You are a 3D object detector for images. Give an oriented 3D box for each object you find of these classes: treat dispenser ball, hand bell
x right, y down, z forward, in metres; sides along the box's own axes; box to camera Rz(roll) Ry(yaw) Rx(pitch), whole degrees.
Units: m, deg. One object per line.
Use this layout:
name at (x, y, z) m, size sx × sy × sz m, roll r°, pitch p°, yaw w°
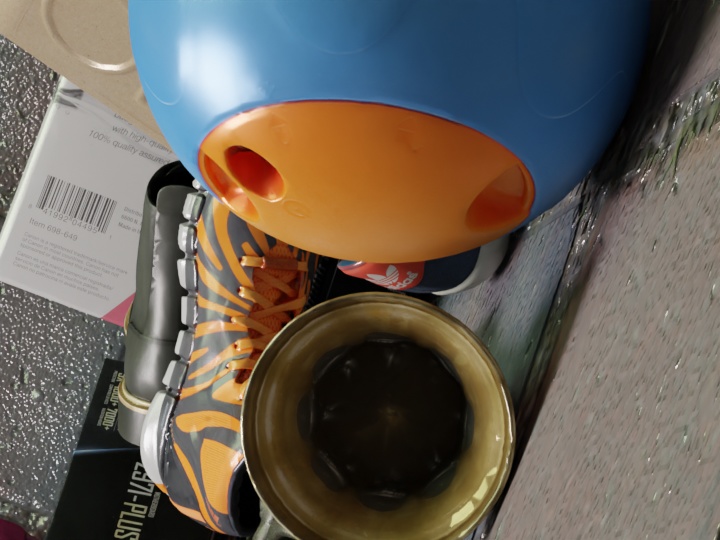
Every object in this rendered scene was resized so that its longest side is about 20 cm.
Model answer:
treat dispenser ball at (0.011, -0.102, 1.145) m, size 0.201 × 0.201 × 0.201 m, roll -159°, pitch 90°, yaw -83°
hand bell at (0.021, 0.050, 1.212) m, size 0.200 × 0.104 × 0.104 m, roll -32°, pitch -36°, yaw -80°

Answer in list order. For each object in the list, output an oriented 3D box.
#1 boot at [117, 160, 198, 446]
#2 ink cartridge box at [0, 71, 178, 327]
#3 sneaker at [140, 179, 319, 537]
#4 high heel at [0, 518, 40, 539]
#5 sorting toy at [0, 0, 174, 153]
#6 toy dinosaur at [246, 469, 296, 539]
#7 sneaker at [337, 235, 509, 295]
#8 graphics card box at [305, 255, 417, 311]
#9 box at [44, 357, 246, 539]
boot at (-0.083, -0.009, 1.541) m, size 0.200 × 0.077 × 0.138 m, roll -98°, pitch 11°, yaw -68°
ink cartridge box at (-0.113, -0.069, 1.739) m, size 0.085 × 0.146 × 0.200 m, roll -106°, pitch 37°, yaw -82°
sneaker at (-0.038, 0.032, 1.410) m, size 0.112 × 0.078 × 0.200 m, roll 31°, pitch 114°, yaw 56°
high heel at (-0.209, 0.178, 1.619) m, size 0.200 × 0.096 × 0.067 m, roll -21°, pitch -58°, yaw -85°
sorting toy at (-0.095, -0.140, 1.624) m, size 0.036 × 0.200 × 0.185 m, roll -52°, pitch 1°, yaw -40°
toy dinosaur at (-0.023, 0.137, 1.320) m, size 0.200 × 0.077 × 0.102 m, roll 165°, pitch 113°, yaw -73°
sneaker at (0.002, -0.086, 1.293) m, size 0.075 × 0.084 × 0.200 m, roll -30°, pitch 71°, yaw 43°
graphics card box at (0.000, 0.000, 1.511) m, size 0.125 × 0.051 × 0.200 m, roll -137°, pitch 64°, yaw -83°
box at (-0.117, 0.176, 1.595) m, size 0.200 × 0.086 × 0.164 m, roll 97°, pitch -174°, yaw -48°
